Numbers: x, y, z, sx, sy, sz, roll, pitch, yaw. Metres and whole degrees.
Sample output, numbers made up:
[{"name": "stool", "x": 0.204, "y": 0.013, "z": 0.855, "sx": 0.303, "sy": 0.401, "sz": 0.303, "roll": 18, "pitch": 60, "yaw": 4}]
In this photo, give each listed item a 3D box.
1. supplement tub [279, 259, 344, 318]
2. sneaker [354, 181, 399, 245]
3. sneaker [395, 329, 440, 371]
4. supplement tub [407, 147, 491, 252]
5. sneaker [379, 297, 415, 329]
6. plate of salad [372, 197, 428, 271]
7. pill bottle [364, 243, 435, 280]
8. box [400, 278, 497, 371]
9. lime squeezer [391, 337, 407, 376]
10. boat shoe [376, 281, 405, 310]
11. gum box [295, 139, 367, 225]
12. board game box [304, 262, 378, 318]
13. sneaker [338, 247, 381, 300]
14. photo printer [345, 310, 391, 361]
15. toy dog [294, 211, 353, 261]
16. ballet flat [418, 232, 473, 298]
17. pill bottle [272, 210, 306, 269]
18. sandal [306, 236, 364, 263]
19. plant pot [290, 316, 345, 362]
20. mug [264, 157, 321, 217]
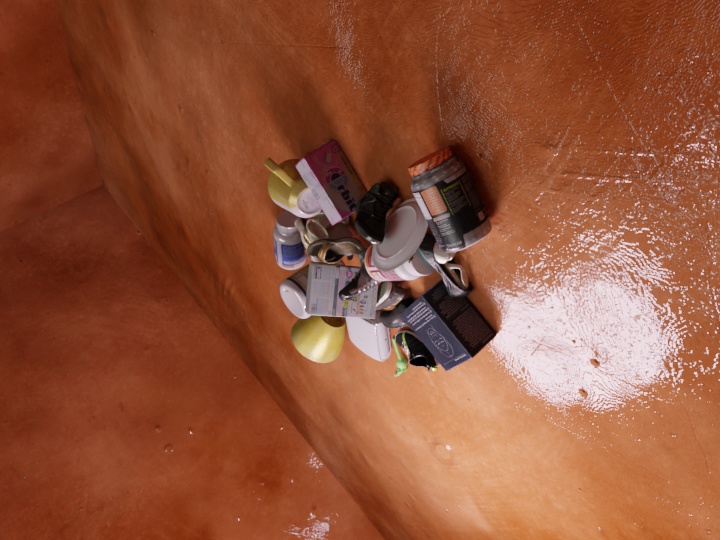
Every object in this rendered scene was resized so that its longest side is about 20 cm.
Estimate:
[{"name": "supplement tub", "x": -0.147, "y": 0.049, "z": 1.813, "sx": 0.144, "sy": 0.200, "sz": 0.145, "roll": 37, "pitch": 147, "yaw": 29}, {"name": "sneaker", "x": 0.041, "y": -0.149, "z": 1.368, "sx": 0.076, "sy": 0.200, "sz": 0.114, "roll": 27, "pitch": 121, "yaw": -18}, {"name": "sneaker", "x": 0.163, "y": 0.241, "z": 1.672, "sx": 0.200, "sy": 0.083, "sz": 0.072, "roll": 22, "pitch": 137, "yaw": 45}, {"name": "supplement tub", "x": 0.186, "y": -0.150, "z": 1.181, "sx": 0.122, "sy": 0.122, "sz": 0.200, "roll": -6, "pitch": 115, "yaw": 58}, {"name": "sneaker", "x": 0.130, "y": 0.121, "z": 1.622, "sx": 0.200, "sy": 0.076, "sz": 0.091, "roll": -2, "pitch": 112, "yaw": 47}, {"name": "plate of salad", "x": 0.101, "y": -0.083, "z": 1.346, "sx": 0.048, "sy": 0.200, "sz": 0.200, "roll": 30, "pitch": 164, "yaw": -30}, {"name": "pill bottle", "x": 0.105, "y": -0.029, "z": 1.445, "sx": 0.200, "sy": 0.110, "sz": 0.110, "roll": -4, "pitch": 117, "yaw": 57}, {"name": "box", "x": 0.225, "y": 0.140, "z": 1.446, "sx": 0.200, "sy": 0.107, "sz": 0.148, "roll": 52, "pitch": 151, "yaw": 7}, {"name": "lime squeezer", "x": 0.127, "y": 0.313, "z": 1.853, "sx": 0.071, "sy": 0.038, "sz": 0.200, "roll": 33, "pitch": 145, "yaw": 35}, {"name": "boat shoe", "x": 0.074, "y": 0.084, "z": 1.655, "sx": 0.060, "sy": 0.072, "sz": 0.201, "roll": 18, "pitch": 163, "yaw": -11}, {"name": "gum box", "x": -0.074, "y": -0.239, "z": 1.489, "sx": 0.200, "sy": 0.113, "sz": 0.066, "roll": 58, "pitch": 151, "yaw": -6}, {"name": "board game box", "x": -0.052, "y": 0.058, "z": 1.608, "sx": 0.064, "sy": 0.200, "sz": 0.148, "roll": -169, "pitch": 85, "yaw": -74}, {"name": "sneaker", "x": 0.000, "y": 0.000, "z": 1.552, "sx": 0.116, "sy": 0.200, "sz": 0.075, "roll": 61, "pitch": 146, "yaw": 4}, {"name": "photo printer", "x": 0.025, "y": 0.203, "z": 1.855, "sx": 0.166, "sy": 0.069, "sz": 0.200, "roll": 31, "pitch": 143, "yaw": 37}, {"name": "toy dog", "x": -0.106, "y": -0.106, "z": 1.687, "sx": 0.194, "sy": 0.140, "sz": 0.200, "roll": 42, "pitch": 156, "yaw": -15}, {"name": "ballet flat", "x": 0.213, "y": -0.018, "z": 1.351, "sx": 0.068, "sy": 0.068, "sz": 0.200, "roll": -15, "pitch": 118, "yaw": 49}, {"name": "pill bottle", "x": -0.238, "y": -0.105, "z": 1.883, "sx": 0.112, "sy": 0.112, "sz": 0.200, "roll": 40, "pitch": 148, "yaw": 25}, {"name": "sandal", "x": -0.078, "y": -0.048, "z": 1.558, "sx": 0.200, "sy": 0.054, "sz": 0.080, "roll": -7, "pitch": 143, "yaw": 37}, {"name": "plant pot", "x": -0.131, "y": 0.211, "z": 2.009, "sx": 0.200, "sy": 0.200, "sz": 0.142, "roll": 46, "pitch": 126, "yaw": 16}, {"name": "mug", "x": -0.183, "y": -0.223, "z": 1.563, "sx": 0.153, "sy": 0.186, "sz": 0.150, "roll": 46, "pitch": 125, "yaw": 52}]
